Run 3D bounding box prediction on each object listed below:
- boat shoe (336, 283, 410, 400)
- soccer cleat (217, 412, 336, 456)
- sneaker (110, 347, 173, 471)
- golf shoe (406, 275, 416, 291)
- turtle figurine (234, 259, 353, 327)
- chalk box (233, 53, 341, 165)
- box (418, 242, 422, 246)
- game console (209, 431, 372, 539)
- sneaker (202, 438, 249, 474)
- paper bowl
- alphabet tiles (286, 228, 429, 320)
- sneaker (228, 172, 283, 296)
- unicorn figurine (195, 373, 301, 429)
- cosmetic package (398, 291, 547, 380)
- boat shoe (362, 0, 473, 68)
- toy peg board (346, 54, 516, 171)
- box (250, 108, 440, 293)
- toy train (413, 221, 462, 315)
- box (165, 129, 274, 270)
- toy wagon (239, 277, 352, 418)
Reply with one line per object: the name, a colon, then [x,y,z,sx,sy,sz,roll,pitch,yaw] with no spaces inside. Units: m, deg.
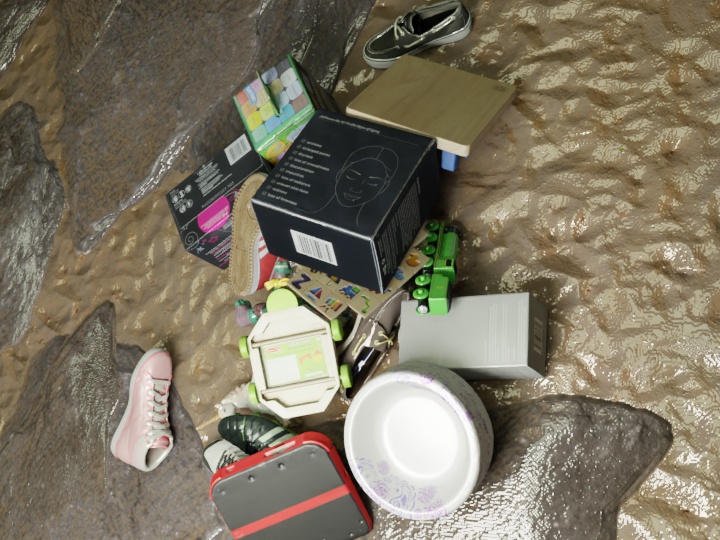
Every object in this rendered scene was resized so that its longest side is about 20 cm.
boat shoe: [0.018,0.103,1.307,0.201,0.071,0.060,-55,49,18]
soccer cleat: [-0.127,0.271,1.306,0.196,0.068,0.082,17,44,9]
sneaker: [-0.344,0.239,1.475,0.104,0.075,0.204,22,93,37]
golf shoe: [0.000,0.000,1.377,0.197,0.072,0.094,24,118,28]
turtle figurine: [-0.097,0.057,1.354,0.198,0.151,0.101,-21,25,37]
chalk box: [-0.117,-0.251,1.437,0.123,0.199,0.126,-32,60,15]
box: [-0.011,-0.096,1.359,0.157,0.045,0.202,-19,50,-6]
game console: [-0.103,0.336,1.265,0.197,0.031,0.179,-24,108,11]
sneaker: [-0.180,0.307,1.355,0.197,0.087,0.077,17,84,34]
paper bowl: [0.084,0.225,1.199,0.197,0.104,0.205,5,101,27]
alphabet tiles: [-0.003,-0.017,1.259,0.199,0.006,0.165,-40,55,-22]
sneaker: [-0.150,-0.064,1.425,0.070,0.112,0.204,25,114,30]
unicorn figurine: [-0.151,0.191,1.373,0.136,0.073,0.203,28,100,26]
cosmetic package: [0.156,0.096,1.239,0.197,0.090,0.109,-4,70,31]
boat shoe: [0.085,-0.398,1.453,0.197,0.063,0.072,-16,66,24]
toy peg board: [0.107,-0.221,1.335,0.196,0.099,0.200,21,44,20]
box: [-0.016,-0.104,1.246,0.197,0.125,0.198,19,58,23]
toy train: [0.113,-0.007,1.269,0.055,0.042,0.202,-2,37,13]
box: [-0.212,-0.121,1.499,0.199,0.114,0.134,-35,59,13]
toy wagon: [-0.098,0.109,1.284,0.152,0.040,0.204,-11,92,7]
